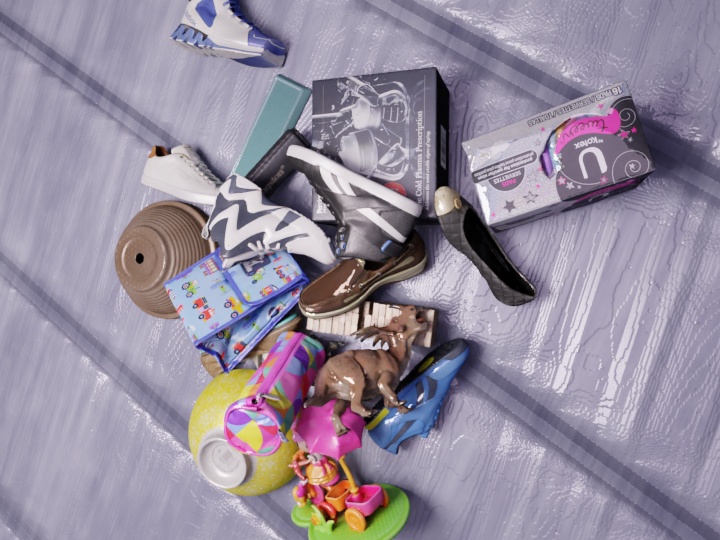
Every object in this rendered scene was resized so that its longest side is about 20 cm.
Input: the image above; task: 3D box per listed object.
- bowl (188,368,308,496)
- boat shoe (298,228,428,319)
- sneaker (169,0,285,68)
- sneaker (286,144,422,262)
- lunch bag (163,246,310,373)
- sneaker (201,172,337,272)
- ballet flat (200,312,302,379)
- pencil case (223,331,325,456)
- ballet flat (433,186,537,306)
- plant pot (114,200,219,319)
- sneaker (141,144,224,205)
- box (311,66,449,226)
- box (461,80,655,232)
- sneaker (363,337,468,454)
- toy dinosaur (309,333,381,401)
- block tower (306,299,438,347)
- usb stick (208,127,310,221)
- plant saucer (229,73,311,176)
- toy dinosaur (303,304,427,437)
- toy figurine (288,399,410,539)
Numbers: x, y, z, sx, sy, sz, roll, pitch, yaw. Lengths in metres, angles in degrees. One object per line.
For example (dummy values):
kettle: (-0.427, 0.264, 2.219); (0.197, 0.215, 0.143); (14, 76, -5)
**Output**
bowl: (-0.183, 0.262, 0.845); (0.198, 0.108, 0.203); (3, 103, 14)
boat shoe: (-0.002, -0.004, 0.797); (0.201, 0.075, 0.075); (-28, 51, -6)
sneaker: (-0.212, -0.402, 0.899); (0.198, 0.080, 0.116); (19, 97, 19)
sneaker: (-0.030, -0.078, 0.731); (0.199, 0.073, 0.113); (28, 98, 15)
lunch bag: (-0.175, 0.026, 0.858); (0.199, 0.094, 0.151); (-39, 49, -7)
sneaker: (-0.139, -0.035, 0.807); (0.198, 0.079, 0.130); (34, 84, -3)
ballet flat: (-0.165, 0.130, 0.887); (0.198, 0.068, 0.073); (-22, 92, 19)
pencil case: (-0.109, 0.158, 0.753); (0.087, 0.200, 0.089); (4, 113, 11)
ballet flat: (0.167, -0.035, 0.747); (0.200, 0.067, 0.057); (49, 147, -17)
plant pot: (-0.334, -0.019, 0.928); (0.198, 0.093, 0.204); (0, 89, 17)
sneaker: (-0.274, -0.158, 0.918); (0.198, 0.073, 0.086); (19, 100, 18)
box: (0.030, -0.166, 0.804); (0.180, 0.104, 0.203); (0, 90, 19)
box: (0.246, -0.133, 0.718); (0.198, 0.132, 0.116); (-19, 84, 17)
sneaker: (0.093, 0.182, 0.805); (0.078, 0.066, 0.200); (44, 102, 0)
toy dinosaur: (-0.057, 0.148, 0.862); (0.198, 0.047, 0.089); (4, 97, 21)
block tower: (0.014, 0.072, 0.832); (0.198, 0.054, 0.059); (7, 91, 19)
usb stick: (-0.156, -0.134, 0.872); (0.200, 0.055, 0.033); (-49, 45, -2)
plant saucer: (-0.152, -0.215, 0.910); (0.069, 0.019, 0.202); (30, 97, 16)
toy dinosaur: (0.001, 0.128, 0.735); (0.198, 0.086, 0.137); (-12, 64, -25)
toy figurine: (-0.044, 0.265, 0.788); (0.199, 0.150, 0.186); (-8, 103, 42)
